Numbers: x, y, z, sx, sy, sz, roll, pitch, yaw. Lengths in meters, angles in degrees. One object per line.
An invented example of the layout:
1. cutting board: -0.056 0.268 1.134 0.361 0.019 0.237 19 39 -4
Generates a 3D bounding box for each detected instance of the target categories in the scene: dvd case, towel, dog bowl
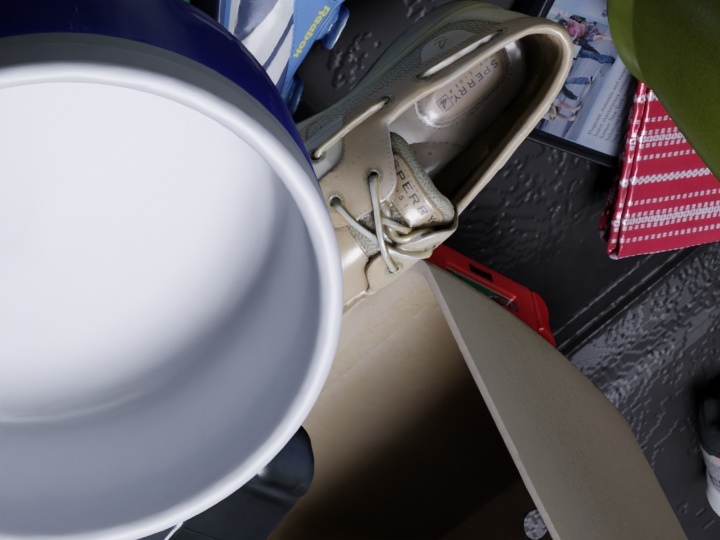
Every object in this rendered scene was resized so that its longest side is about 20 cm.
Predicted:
1. dvd case: 0.154 -0.110 1.202 0.200 0.018 0.143 16 108 -41
2. towel: 0.186 -0.105 1.200 0.144 0.022 0.200 -10 123 -30
3. dog bowl: -0.109 -0.002 0.895 0.200 0.079 0.200 -6 124 -9

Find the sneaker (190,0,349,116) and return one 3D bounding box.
1. sneaker: -0.041 -0.105 1.035 0.082 0.074 0.200 -2 119 -36

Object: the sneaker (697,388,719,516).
1. sneaker: 0.253 0.048 1.333 0.200 0.074 0.087 -39 139 -1

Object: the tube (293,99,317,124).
1. tube: 0.000 0.000 1.149 0.077 0.050 0.200 -33 137 4

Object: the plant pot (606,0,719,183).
1. plant pot: 0.210 -0.096 1.074 0.200 0.193 0.201 -18 127 -26

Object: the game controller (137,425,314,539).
1. game controller: -0.102 0.132 1.047 0.200 0.042 0.104 -50 150 11

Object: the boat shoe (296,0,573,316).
1. boat shoe: 0.006 -0.032 1.018 0.200 0.065 0.072 -45 115 -16

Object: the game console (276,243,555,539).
1. game console: -0.025 0.046 1.140 0.177 0.031 0.200 -39 138 25

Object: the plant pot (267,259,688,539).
1. plant pot: 0.046 0.141 1.119 0.200 0.200 0.177 -40 149 25

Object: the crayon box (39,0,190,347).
1. crayon box: -0.104 -0.087 0.963 0.058 0.119 0.200 -10 124 -15
